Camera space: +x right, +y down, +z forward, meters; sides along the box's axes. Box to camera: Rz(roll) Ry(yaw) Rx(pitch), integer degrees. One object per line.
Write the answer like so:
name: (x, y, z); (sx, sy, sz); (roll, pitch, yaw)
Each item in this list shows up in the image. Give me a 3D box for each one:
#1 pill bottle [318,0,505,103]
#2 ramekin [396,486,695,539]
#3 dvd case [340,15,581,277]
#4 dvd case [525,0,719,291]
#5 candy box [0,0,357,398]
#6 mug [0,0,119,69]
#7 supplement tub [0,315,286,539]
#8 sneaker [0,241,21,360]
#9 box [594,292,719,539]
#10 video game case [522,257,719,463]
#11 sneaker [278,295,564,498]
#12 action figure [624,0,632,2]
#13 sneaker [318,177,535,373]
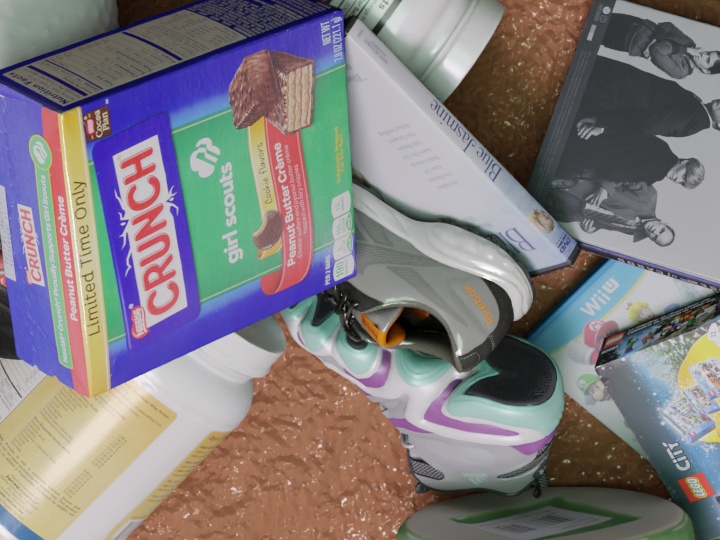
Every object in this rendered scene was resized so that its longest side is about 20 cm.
pill bottle: (-0.018, -0.180, 1.652); (0.200, 0.112, 0.113); (35, 104, -7)
ramekin: (0.112, 0.195, 1.706); (0.199, 0.200, 0.098); (-3, 98, 3)
dvd case: (0.019, -0.060, 1.665); (0.200, 0.018, 0.142); (44, 147, -20)
dvd case: (0.206, -0.066, 1.655); (0.199, 0.025, 0.151); (18, 80, 17)
candy box: (-0.100, -0.049, 1.558); (0.200, 0.077, 0.170); (-24, 123, -35)
mug: (-0.203, -0.120, 1.633); (0.147, 0.200, 0.176); (8, 87, 13)
supplement tub: (-0.156, 0.074, 1.708); (0.145, 0.145, 0.200); (43, 102, -9)
sneaker: (-0.225, 0.004, 1.660); (0.200, 0.087, 0.074); (-15, 136, 45)
box: (0.249, 0.105, 1.711); (0.136, 0.038, 0.200); (-22, 111, 27)
video game case: (0.214, 0.066, 1.733); (0.200, 0.018, 0.143); (39, 124, -7)
sneaker: (0.030, 0.082, 1.743); (0.200, 0.078, 0.140); (29, 143, 24)
action figure: (0.224, -0.223, 1.638); (0.200, 0.102, 0.119); (-43, 111, 10)
sneaker: (0.000, 0.000, 1.675); (0.200, 0.079, 0.074); (20, 149, 24)
